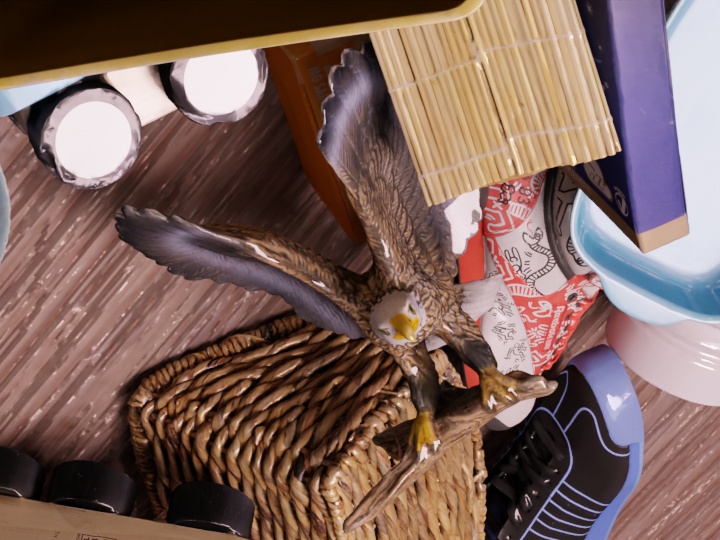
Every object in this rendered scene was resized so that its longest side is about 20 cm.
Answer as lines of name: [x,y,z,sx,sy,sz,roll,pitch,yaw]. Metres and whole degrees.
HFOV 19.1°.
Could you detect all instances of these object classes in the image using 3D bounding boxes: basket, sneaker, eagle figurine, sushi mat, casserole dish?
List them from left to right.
basket: [-0.024,0.117,1.211,0.143,0.148,0.201,-48,141,-36]
eagle figurine: [0.003,0.000,1.024,0.152,0.151,0.200,-45,103,-29]
sushi mat: [0.041,-0.131,0.930,0.095,0.012,0.201,-12,108,23]
sneaker: [0.111,0.125,1.266,0.077,0.070,0.201,-17,142,-20]
sneaker: [0.111,0.012,1.173,0.107,0.067,0.203,4,127,16]
casserole dish: [0.181,-0.069,1.078,0.120,0.039,0.201,25,102,-15]

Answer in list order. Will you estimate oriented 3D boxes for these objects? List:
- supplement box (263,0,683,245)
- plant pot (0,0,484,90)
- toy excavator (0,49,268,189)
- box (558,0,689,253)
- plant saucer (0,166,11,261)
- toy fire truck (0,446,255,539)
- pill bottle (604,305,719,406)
supplement box: [0.056,-0.118,1.074,0.199,0.074,0.127,-28,132,-8]
plant pot: [-0.070,-0.188,0.818,0.198,0.176,0.202,-9,101,-1]
toy excavator: [-0.162,-0.135,0.944,0.193,0.100,0.201,-28,119,-10]
box: [0.100,-0.120,0.966,0.032,0.121,0.201,-21,127,-13]
plant saucer: [-0.262,-0.028,0.979,0.199,0.039,0.202,-10,134,-10]
toy fire truck: [-0.144,0.204,1.160,0.174,0.130,0.200,9,150,3]
pill bottle: [0.216,-0.032,1.192,0.119,0.120,0.201,7,120,-32]
